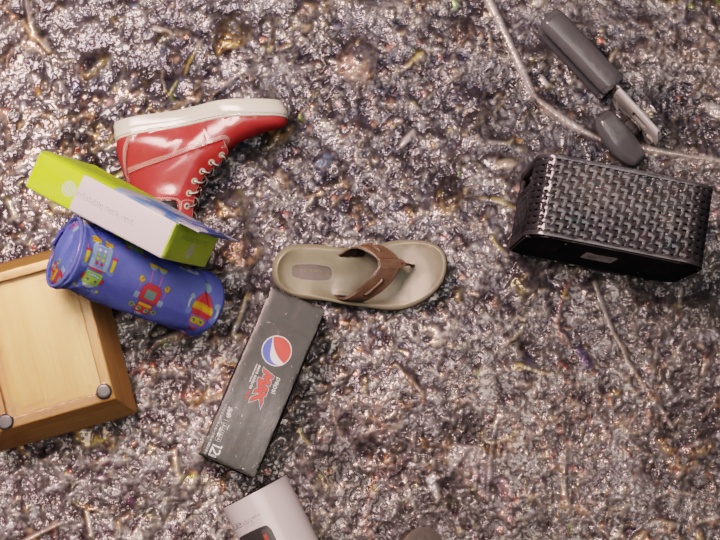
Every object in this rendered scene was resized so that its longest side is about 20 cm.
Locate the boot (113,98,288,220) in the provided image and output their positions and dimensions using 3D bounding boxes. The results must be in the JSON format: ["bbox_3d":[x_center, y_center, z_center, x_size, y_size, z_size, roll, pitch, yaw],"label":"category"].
[{"bbox_3d":[-0.169,-0.112,1.569,0.198,0.072,0.145,-12,83,2],"label":"boot"}]

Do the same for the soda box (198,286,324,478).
[{"bbox_3d":[-0.107,0.124,1.541,0.070,0.063,0.201,23,82,-1],"label":"soda box"}]

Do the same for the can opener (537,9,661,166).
[{"bbox_3d":[0.275,-0.214,1.622,0.066,0.053,0.200,-38,86,-7],"label":"can opener"}]

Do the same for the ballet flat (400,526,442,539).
[{"bbox_3d":[0.043,0.380,1.531,0.067,0.046,0.201,17,76,-2],"label":"ballet flat"}]

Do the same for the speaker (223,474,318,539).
[{"bbox_3d":[-0.072,0.325,1.509,0.081,0.081,0.201,-26,85,-7],"label":"speaker"}]

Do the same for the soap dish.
[{"bbox_3d":[-0.345,0.079,1.521,0.156,0.081,0.202,-15,85,-6],"label":"soap dish"}]

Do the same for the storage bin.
[{"bbox_3d":[0.277,-0.055,1.557,0.198,0.135,0.095,10,81,-3],"label":"storage bin"}]

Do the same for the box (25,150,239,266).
[{"bbox_3d":[-0.239,-0.060,1.478,0.199,0.122,0.048,27,94,16],"label":"box"}]

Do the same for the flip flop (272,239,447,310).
[{"bbox_3d":[0.000,0.000,1.569,0.198,0.058,0.082,3,82,-4],"label":"flip flop"}]

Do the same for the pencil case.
[{"bbox_3d":[-0.240,0.009,1.495,0.199,0.087,0.078,24,106,-37],"label":"pencil case"}]
